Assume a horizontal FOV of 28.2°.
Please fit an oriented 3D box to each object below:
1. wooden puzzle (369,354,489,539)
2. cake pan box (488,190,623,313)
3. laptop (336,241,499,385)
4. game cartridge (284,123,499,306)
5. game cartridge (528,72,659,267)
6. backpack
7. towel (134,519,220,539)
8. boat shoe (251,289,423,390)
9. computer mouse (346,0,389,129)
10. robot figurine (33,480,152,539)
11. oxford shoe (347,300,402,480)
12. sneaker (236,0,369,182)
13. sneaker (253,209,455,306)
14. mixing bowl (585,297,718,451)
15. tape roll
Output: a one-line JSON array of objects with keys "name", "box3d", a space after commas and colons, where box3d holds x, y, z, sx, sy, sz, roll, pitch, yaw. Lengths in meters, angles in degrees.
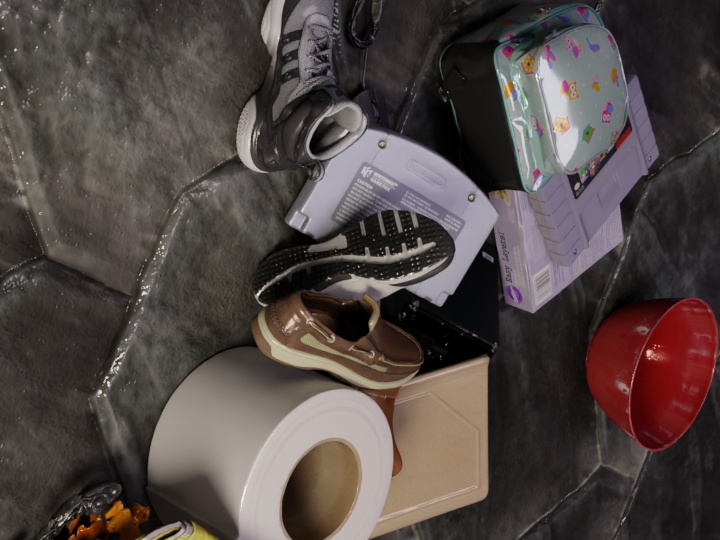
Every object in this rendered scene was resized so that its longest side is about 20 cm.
[{"name": "wooden puzzle", "box3d": [0.058, 0.194, 1.571, 0.183, 0.037, 0.202, -14, 121, -25]}, {"name": "cake pan box", "box3d": [0.230, -0.074, 1.672, 0.184, 0.052, 0.201, -35, 128, -31]}, {"name": "laptop", "box3d": [0.064, 0.051, 1.570, 0.200, 0.103, 0.177, -48, 139, 13]}, {"name": "game cartridge", "box3d": [0.037, -0.061, 1.419, 0.199, 0.041, 0.134, 29, 93, -28]}, {"name": "game cartridge", "box3d": [0.269, -0.117, 1.638, 0.200, 0.038, 0.130, -48, 138, -24]}, {"name": "backpack", "box3d": [0.195, -0.192, 1.514, 0.200, 0.152, 0.177, -40, 118, -44]}, {"name": "towel", "box3d": [-0.148, 0.283, 1.266, 0.143, 0.023, 0.200, -29, 136, 20]}, {"name": "boat shoe", "box3d": [-0.003, 0.061, 1.335, 0.201, 0.075, 0.075, 12, 134, -45]}, {"name": "computer mouse", "box3d": [0.012, -0.185, 1.407, 0.058, 0.034, 0.202, -16, 115, -42]}, {"name": "robot figurine", "box3d": [-0.264, 0.275, 1.265, 0.200, 0.058, 0.146, -46, 133, -25]}, {"name": "oxford shoe", "box3d": [0.019, 0.114, 1.445, 0.071, 0.071, 0.202, -14, 96, -7]}, {"name": "sneaker", "box3d": [-0.037, -0.177, 1.296, 0.075, 0.113, 0.202, 13, 95, -49]}, {"name": "sneaker", "box3d": [0.000, 0.000, 1.374, 0.080, 0.198, 0.074, 46, 35, -55]}, {"name": "mixing bowl", "box3d": [0.359, 0.118, 1.839, 0.199, 0.108, 0.202, -21, 119, -42]}, {"name": "tape roll", "box3d": [-0.083, 0.188, 1.366, 0.202, 0.138, 0.205, -20, 119, -42]}]
